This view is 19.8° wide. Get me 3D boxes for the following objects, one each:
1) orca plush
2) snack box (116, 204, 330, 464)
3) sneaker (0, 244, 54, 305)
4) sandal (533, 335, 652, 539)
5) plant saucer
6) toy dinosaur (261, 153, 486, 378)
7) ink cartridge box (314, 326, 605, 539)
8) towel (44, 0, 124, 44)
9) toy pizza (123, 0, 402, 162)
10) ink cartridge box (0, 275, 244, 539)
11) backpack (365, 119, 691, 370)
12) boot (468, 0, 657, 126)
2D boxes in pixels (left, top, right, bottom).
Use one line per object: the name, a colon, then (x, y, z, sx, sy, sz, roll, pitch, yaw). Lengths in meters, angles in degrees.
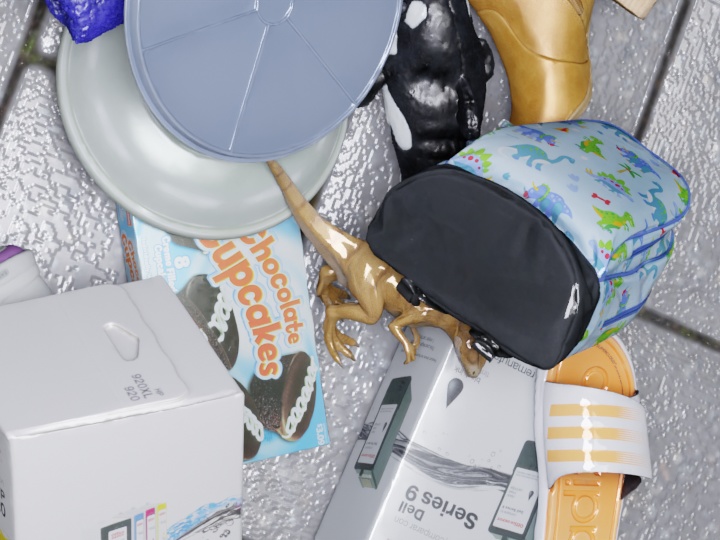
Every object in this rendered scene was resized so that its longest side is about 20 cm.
orca plush: (0.047, -0.096, 1.363, 0.104, 0.071, 0.202, 7, 109, -29)
snack box: (-0.091, 0.028, 1.366, 0.115, 0.037, 0.202, -11, 98, -23)
sneaker: (-0.265, 0.073, 1.277, 0.199, 0.075, 0.100, -36, 105, -16)
sandal: (0.160, 0.140, 1.376, 0.078, 0.059, 0.209, 0, 94, -25)
plant saucer: (-0.094, -0.122, 1.322, 0.198, 0.050, 0.202, 4, 79, -21)
toy dinosaur: (0.000, 0.000, 1.350, 0.199, 0.106, 0.061, 37, 42, -7)
ink cartridge box: (0.079, 0.130, 1.418, 0.145, 0.084, 0.202, 26, 84, -23)
towel: (-0.121, -0.245, 1.235, 0.199, 0.049, 0.149, -34, 107, -15)
toy pizza: (-0.059, -0.165, 1.252, 0.199, 0.032, 0.202, -14, 116, -31)
ink cartridge box: (-0.162, 0.131, 1.247, 0.143, 0.147, 0.202, -11, 122, -23)
backpack: (0.127, -0.022, 1.334, 0.155, 0.163, 0.199, -60, 152, 10)
boot: (0.105, -0.169, 1.425, 0.143, 0.071, 0.202, 34, 92, -6)
